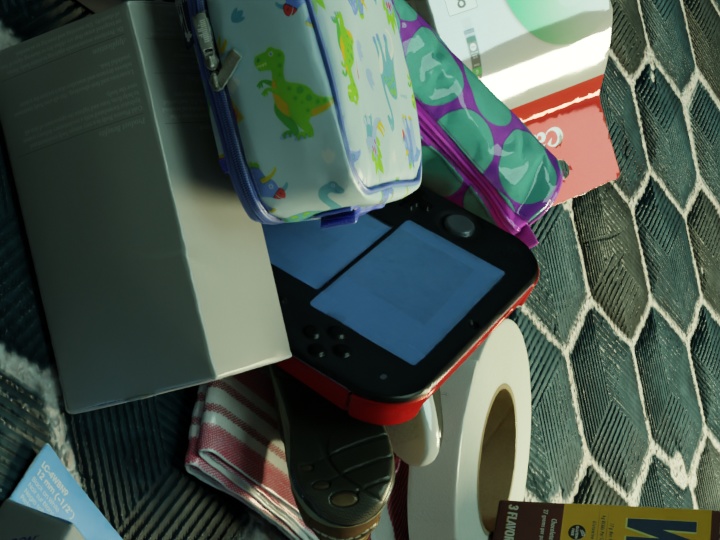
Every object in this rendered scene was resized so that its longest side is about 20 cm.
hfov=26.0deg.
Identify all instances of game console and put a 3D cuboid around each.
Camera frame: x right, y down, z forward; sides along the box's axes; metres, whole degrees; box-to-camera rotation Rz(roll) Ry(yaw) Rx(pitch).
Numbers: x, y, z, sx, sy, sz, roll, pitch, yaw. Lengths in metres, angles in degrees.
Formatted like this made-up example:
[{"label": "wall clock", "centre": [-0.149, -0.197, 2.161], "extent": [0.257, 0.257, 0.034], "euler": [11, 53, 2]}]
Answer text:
[{"label": "game console", "centre": [0.000, 0.000, 0.948], "extent": [0.200, 0.176, 0.031], "euler": [-39, 157, -47]}]

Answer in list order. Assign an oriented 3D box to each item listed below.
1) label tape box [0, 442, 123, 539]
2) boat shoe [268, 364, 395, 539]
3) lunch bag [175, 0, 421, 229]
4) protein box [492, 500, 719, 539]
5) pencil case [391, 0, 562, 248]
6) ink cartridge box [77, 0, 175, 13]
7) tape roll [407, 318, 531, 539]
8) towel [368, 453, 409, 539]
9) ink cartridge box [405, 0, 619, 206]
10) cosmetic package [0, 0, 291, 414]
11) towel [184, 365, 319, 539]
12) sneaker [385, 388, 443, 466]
[{"label": "label tape box", "centre": [-0.136, 0.198, 0.749], "extent": [0.144, 0.066, 0.201], "euler": [59, 35, -28]}, {"label": "boat shoe", "centre": [-0.022, 0.081, 0.945], "extent": [0.074, 0.075, 0.201], "euler": [93, -5, -48]}, {"label": "lunch bag", "centre": [-0.026, -0.105, 0.855], "extent": [0.200, 0.082, 0.163], "euler": [-25, 100, -75]}, {"label": "protein box", "centre": [0.198, 0.279, 1.108], "extent": [0.201, 0.196, 0.136], "euler": [74, 23, -45]}, {"label": "pencil case", "centre": [0.048, -0.100, 1.033], "extent": [0.200, 0.085, 0.093], "euler": [41, 23, -30]}, {"label": "ink cartridge box", "centre": [-0.113, -0.219, 0.941], "extent": [0.200, 0.083, 0.146], "euler": [30, 54, -53]}, {"label": "tape roll", "centre": [0.081, 0.132, 1.106], "extent": [0.203, 0.037, 0.205], "euler": [5, 90, -70]}, {"label": "towel", "centre": [0.016, 0.205, 1.021], "extent": [0.201, 0.022, 0.145], "euler": [-61, 146, -50]}, {"label": "ink cartridge box", "centre": [0.120, -0.141, 1.135], "extent": [0.160, 0.050, 0.202], "euler": [-22, 99, -29]}, {"label": "cosmetic package", "centre": [-0.118, -0.033, 0.836], "extent": [0.090, 0.106, 0.202], "euler": [-17, 95, -61]}, {"label": "towel", "centre": [-0.053, 0.065, 0.990], "extent": [0.146, 0.030, 0.202], "euler": [45, 40, -43]}, {"label": "sneaker", "centre": [0.047, 0.035, 1.010], "extent": [0.098, 0.071, 0.201], "euler": [3, 49, -26]}]
